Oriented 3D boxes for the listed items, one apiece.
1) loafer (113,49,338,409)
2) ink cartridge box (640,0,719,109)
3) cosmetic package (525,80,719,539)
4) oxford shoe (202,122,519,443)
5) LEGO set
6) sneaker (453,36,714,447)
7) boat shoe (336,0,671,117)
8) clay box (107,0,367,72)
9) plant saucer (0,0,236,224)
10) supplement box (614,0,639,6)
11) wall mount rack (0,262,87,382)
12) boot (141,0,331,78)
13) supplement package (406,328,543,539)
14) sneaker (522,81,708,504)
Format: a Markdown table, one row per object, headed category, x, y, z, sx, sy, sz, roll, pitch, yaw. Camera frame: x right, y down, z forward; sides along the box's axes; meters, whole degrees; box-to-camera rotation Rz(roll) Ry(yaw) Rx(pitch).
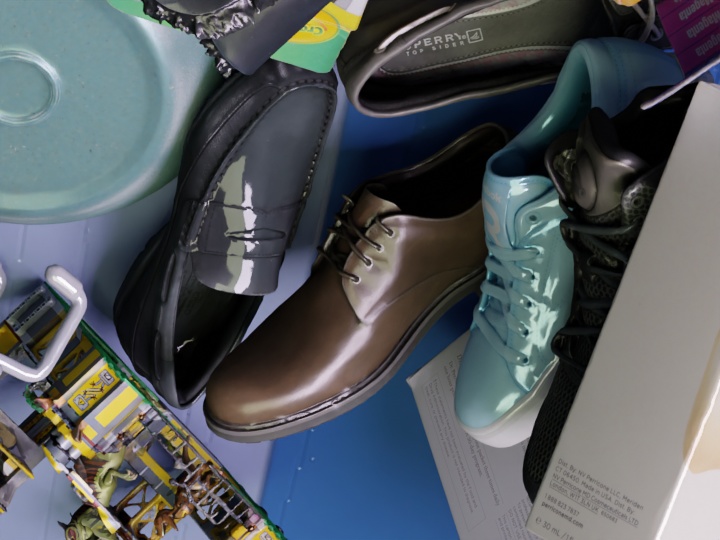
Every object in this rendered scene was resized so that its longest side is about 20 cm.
| category | x | y | z | sx | sy | sz | roll | pitch | yaw |
| --- | --- | --- | --- | --- | --- | --- | --- | --- | --- |
| loafer | -0.057 | -0.019 | 1.405 | 0.068 | 0.071 | 0.201 | -1 | 136 | -34 |
| ink cartridge box | 0.216 | -0.152 | 1.210 | 0.196 | 0.200 | 0.043 | -35 | 86 | 37 |
| cosmetic package | 0.156 | 0.034 | 1.228 | 0.105 | 0.071 | 0.201 | 12 | 101 | -44 |
| oxford shoe | 0.000 | 0.000 | 1.389 | 0.200 | 0.073 | 0.085 | -40 | 133 | -9 |
| LEGO set | -0.133 | 0.111 | 1.462 | 0.116 | 0.154 | 0.200 | -43 | 132 | -2 |
| sneaker | 0.077 | -0.018 | 1.341 | 0.082 | 0.074 | 0.201 | 19 | 104 | -30 |
| boat shoe | 0.086 | -0.108 | 1.347 | 0.199 | 0.057 | 0.067 | -13 | 127 | 11 |
| clay box | -0.030 | -0.188 | 1.291 | 0.115 | 0.048 | 0.200 | 17 | 125 | -12 |
| plant saucer | -0.157 | -0.092 | 1.380 | 0.199 | 0.036 | 0.201 | 1 | 128 | 1 |
| supplement box | 0.164 | -0.195 | 1.216 | 0.200 | 0.067 | 0.069 | -35 | 139 | -6 |
| wall mount rack | -0.225 | -0.013 | 1.384 | 0.173 | 0.200 | 0.075 | 31 | 81 | -25 |
| boot | -0.047 | -0.182 | 1.215 | 0.168 | 0.077 | 0.200 | -32 | 128 | 15 |
| supplement package | 0.160 | 0.088 | 1.394 | 0.147 | 0.192 | 0.200 | 21 | 130 | -43 |
| sneaker | 0.106 | 0.006 | 1.279 | 0.114 | 0.076 | 0.200 | 28 | 95 | -35 |
